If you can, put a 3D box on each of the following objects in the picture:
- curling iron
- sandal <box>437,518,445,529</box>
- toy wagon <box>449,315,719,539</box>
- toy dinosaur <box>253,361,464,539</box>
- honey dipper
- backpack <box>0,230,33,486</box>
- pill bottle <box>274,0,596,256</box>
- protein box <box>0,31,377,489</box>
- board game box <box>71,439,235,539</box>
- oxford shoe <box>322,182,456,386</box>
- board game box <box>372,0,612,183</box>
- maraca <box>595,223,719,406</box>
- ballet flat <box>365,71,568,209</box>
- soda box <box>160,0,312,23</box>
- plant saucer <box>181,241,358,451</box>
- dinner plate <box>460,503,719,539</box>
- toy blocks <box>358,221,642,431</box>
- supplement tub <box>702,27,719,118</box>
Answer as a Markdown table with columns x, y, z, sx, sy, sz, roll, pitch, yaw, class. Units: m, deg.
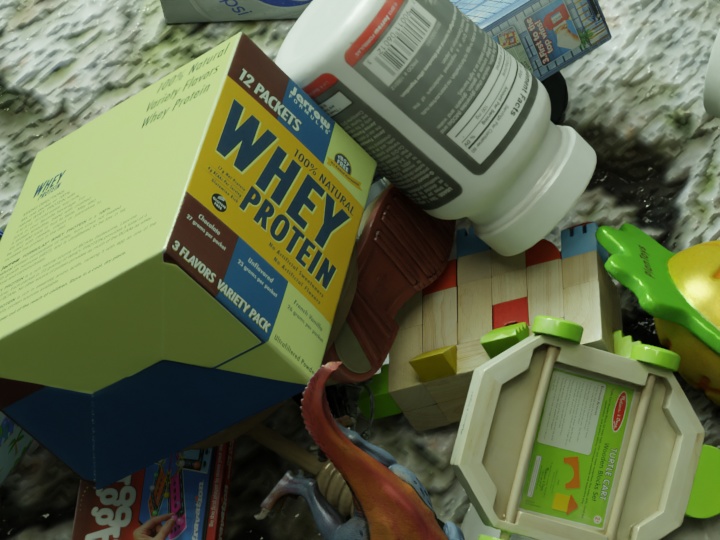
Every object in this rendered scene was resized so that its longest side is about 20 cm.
| x | y | z | sx | sy | sz | roll | pitch | yaw | class |
| --- | --- | --- | --- | --- | --- | --- | --- | --- | --- |
| -0.045 | 0.060 | 1.797 | 0.026 | 0.050 | 0.200 | 7 | 25 | -36 | curling iron |
| 0.040 | 0.240 | 1.677 | 0.080 | 0.057 | 0.201 | 5 | 39 | -4 | sandal |
| 0.160 | 0.122 | 1.687 | 0.200 | 0.040 | 0.155 | 16 | 85 | -13 | toy wagon |
| 0.024 | 0.178 | 1.591 | 0.181 | 0.200 | 0.105 | 39 | 75 | 22 | toy dinosaur |
| -0.065 | 0.113 | 1.781 | 0.200 | 0.038 | 0.038 | 28 | 63 | 24 | honey dipper |
| -0.284 | 0.056 | 1.740 | 0.147 | 0.200 | 0.183 | 23 | 61 | 19 | backpack |
| 0.051 | -0.106 | 1.725 | 0.200 | 0.116 | 0.116 | 40 | 61 | -18 | pill bottle |
| -0.120 | -0.004 | 1.658 | 0.198 | 0.135 | 0.200 | -27 | 32 | 35 | protein box |
| -0.135 | 0.119 | 1.771 | 0.103 | 0.019 | 0.200 | -3 | 62 | 17 | board game box |
| 0.000 | 0.000 | 1.761 | 0.075 | 0.070 | 0.200 | -16 | 28 | 42 | oxford shoe |
| 0.037 | -0.144 | 1.859 | 0.200 | 0.062 | 0.200 | -38 | 27 | -24 | board game box |
| 0.241 | 0.029 | 1.737 | 0.200 | 0.107 | 0.137 | 28 | 19 | -17 | maraca |
| 0.065 | -0.095 | 1.885 | 0.200 | 0.073 | 0.073 | -36 | 61 | -17 | ballet flat |
| -0.053 | -0.234 | 1.991 | 0.200 | 0.063 | 0.068 | -1 | 57 | 5 | soda box |
| -0.073 | 0.040 | 1.714 | 0.200 | 0.029 | 0.200 | -36 | 27 | 22 | plant saucer |
| 0.161 | 0.185 | 1.718 | 0.200 | 0.024 | 0.200 | -3 | 57 | 5 | dinner plate |
| 0.098 | 0.024 | 1.785 | 0.200 | 0.100 | 0.137 | -14 | 48 | 19 | toy blocks |
| 0.354 | -0.129 | 1.833 | 0.200 | 0.145 | 0.145 | 24 | 62 | 20 | supplement tub |
